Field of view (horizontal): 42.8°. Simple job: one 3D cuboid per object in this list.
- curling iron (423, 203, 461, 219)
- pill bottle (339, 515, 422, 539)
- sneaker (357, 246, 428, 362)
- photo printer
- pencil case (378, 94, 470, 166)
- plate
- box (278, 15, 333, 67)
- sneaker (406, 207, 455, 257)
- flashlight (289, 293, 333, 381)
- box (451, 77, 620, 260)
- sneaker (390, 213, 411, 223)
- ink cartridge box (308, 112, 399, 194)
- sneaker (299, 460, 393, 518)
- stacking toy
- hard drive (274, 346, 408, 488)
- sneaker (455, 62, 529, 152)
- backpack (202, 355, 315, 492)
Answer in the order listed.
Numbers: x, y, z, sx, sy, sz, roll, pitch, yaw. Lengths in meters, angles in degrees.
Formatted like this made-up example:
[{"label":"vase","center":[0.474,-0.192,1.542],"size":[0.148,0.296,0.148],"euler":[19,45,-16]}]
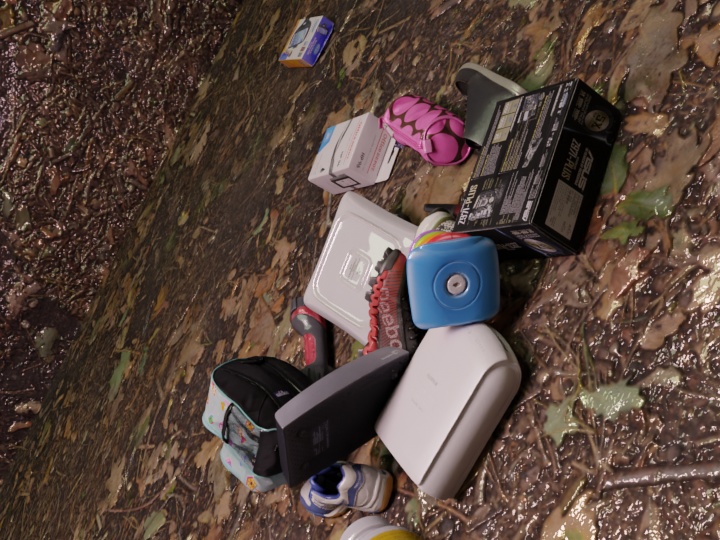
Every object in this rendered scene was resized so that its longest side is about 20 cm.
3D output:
[{"label":"curling iron","center":[0.152,-0.093,1.342],"size":[0.050,0.025,0.199],"euler":[-60,24,-15]},{"label":"pill bottle","center":[0.045,0.358,1.025],"size":[0.113,0.111,0.200],"euler":[-61,26,2]},{"label":"sneaker","center":[0.053,0.068,1.251],"size":[0.071,0.096,0.204],"euler":[-44,-36,-60]},{"label":"photo printer","center":[0.110,0.157,1.139],"size":[0.202,0.069,0.166],"euler":[-60,27,7]},{"label":"pencil case","center":[0.102,-0.225,1.479],"size":[0.200,0.092,0.092],"euler":[-136,45,-64]},{"label":"plate","center":[0.000,0.000,1.411],"size":[0.199,0.032,0.202],"euler":[31,102,39]},{"label":"box","center":[-0.133,-0.565,2.272],"size":[0.121,0.041,0.200],"euler":[-64,24,-1]},{"label":"sneaker","center":[0.100,0.013,1.299],"size":[0.088,0.076,0.203],"euler":[25,92,50]},{"label":"flashlight","center":[-0.085,0.129,1.519],"size":[0.068,0.067,0.202],"euler":[-43,32,31]},{"label":"box","center":[0.222,-0.123,1.174],"size":[0.163,0.085,0.203],"euler":[-5,61,59]},{"label":"sneaker","center":[0.025,-0.003,1.458],"size":[0.201,0.073,0.081],"euler":[-54,42,27]},{"label":"ink cartridge box","center":[-0.008,-0.217,1.695],"size":[0.199,0.067,0.118],"euler":[-7,60,59]},{"label":"sneaker","center":[-0.040,0.292,1.268],"size":[0.199,0.087,0.076],"euler":[-27,45,52]},{"label":"stacking toy","center":[0.102,-0.011,1.191],"size":[0.200,0.114,0.112],"euler":[-116,18,-72]},{"label":"hard drive","center":[-0.023,0.184,1.189],"size":[0.042,0.198,0.136],"euler":[40,146,37]},{"label":"sneaker","center":[0.173,-0.241,1.371],"size":[0.107,0.074,0.200],"euler":[-52,29,4]},{"label":"backpack","center":[-0.137,0.220,1.366],"size":[0.199,0.174,0.155],"euler":[39,125,36]}]
